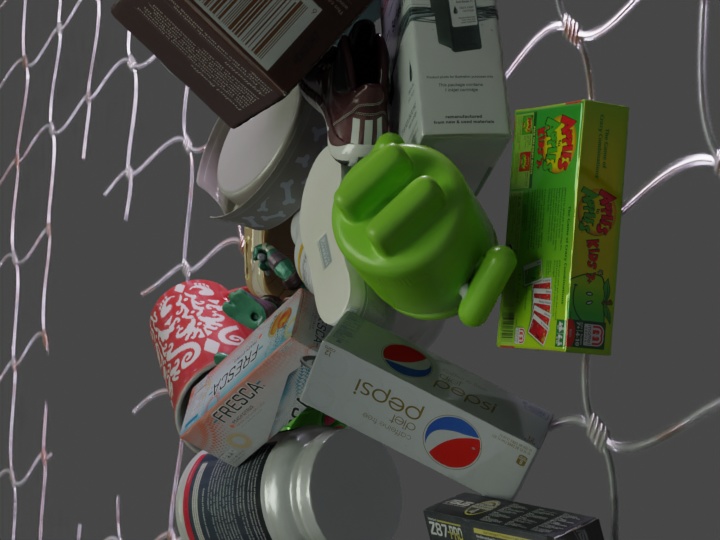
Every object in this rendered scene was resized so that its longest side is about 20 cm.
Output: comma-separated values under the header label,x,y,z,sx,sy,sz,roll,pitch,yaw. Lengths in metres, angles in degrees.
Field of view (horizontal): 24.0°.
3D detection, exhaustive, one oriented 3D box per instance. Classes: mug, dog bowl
label,x,y,z,sx,sy,sz,roll,pitch,yaw
mug,-0.145,0.095,1.899,0.200,0.177,0.134,55,168,57
dog bowl,-0.089,-0.131,1.731,0.200,0.059,0.201,-39,35,34

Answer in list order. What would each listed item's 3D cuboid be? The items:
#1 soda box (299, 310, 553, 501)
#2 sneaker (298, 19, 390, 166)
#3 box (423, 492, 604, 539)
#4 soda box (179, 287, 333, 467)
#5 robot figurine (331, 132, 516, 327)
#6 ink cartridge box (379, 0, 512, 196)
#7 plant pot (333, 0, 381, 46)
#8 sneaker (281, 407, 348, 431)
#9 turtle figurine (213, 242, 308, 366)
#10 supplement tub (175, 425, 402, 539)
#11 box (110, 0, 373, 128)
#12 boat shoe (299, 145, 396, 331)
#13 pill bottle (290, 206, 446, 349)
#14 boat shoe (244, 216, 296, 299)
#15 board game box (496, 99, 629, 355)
label,x,y,z,sx,sy,sz,roll,pitch,yaw
soda box,0.055,0.115,1.416,0.068,0.199,0.064,-68,-9,29
sneaker,-0.006,-0.189,1.555,0.200,0.075,0.116,-115,26,-52
box,0.133,0.267,1.335,0.200,0.049,0.162,-4,104,62
soda box,-0.086,0.102,1.558,0.200,0.068,0.064,-42,26,41
robot figurine,0.047,-0.029,1.401,0.116,0.200,0.175,-44,61,-2
ink cartridge box,0.072,-0.183,1.513,0.147,0.083,0.201,112,155,-68
plant pot,-0.019,-0.338,1.707,0.200,0.141,0.142,-24,64,51
sneaker,-0.063,0.144,1.748,0.200,0.076,0.084,-49,48,46
turtle figurine,-0.075,0.047,1.699,0.100,0.200,0.150,-1,101,23
supplement tub,-0.072,0.226,1.648,0.200,0.140,0.141,-15,71,44
box,-0.099,-0.253,1.527,0.164,0.166,0.200,-50,12,-14
boat shoe,-0.004,-0.028,1.520,0.072,0.068,0.200,-49,37,32
pill bottle,0.000,0.000,1.630,0.200,0.104,0.105,53,130,53
boat shoe,-0.097,-0.065,1.844,0.069,0.074,0.201,-12,68,54
board game box,0.165,-0.034,1.388,0.101,0.047,0.201,0,85,61
